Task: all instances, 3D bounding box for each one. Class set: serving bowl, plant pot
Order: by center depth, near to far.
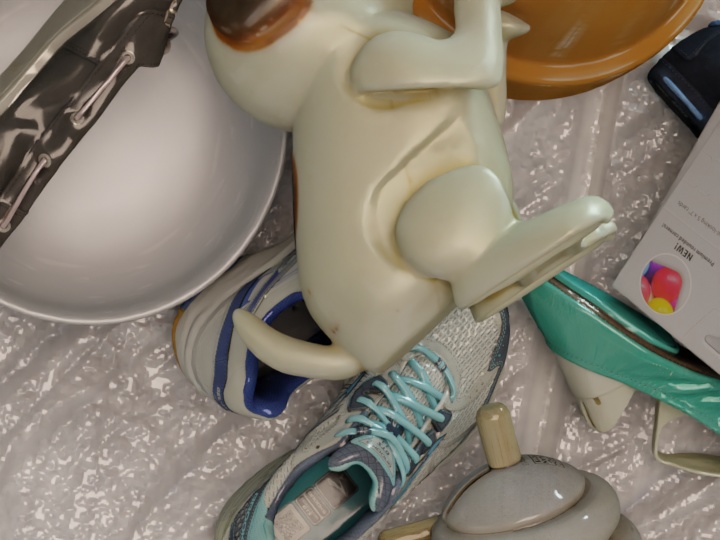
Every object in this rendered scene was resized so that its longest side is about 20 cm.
[{"bbox_3d":[0.103,-0.195,1.113,0.198,0.183,0.202,0,88,-9],"label":"plant pot"},{"bbox_3d":[-0.138,-0.073,1.128,0.198,0.066,0.202,0,88,-10],"label":"serving bowl"}]

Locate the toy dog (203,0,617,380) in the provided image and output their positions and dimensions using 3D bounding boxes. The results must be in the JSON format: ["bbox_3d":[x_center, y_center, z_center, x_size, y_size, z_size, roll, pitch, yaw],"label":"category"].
[{"bbox_3d":[0.005,-0.066,1.054,0.193,0.139,0.201,-32,82,13],"label":"toy dog"}]

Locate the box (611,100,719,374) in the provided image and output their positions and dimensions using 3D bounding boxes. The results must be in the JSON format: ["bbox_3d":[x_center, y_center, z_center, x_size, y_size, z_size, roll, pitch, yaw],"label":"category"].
[{"bbox_3d":[0.231,-0.032,1.095,0.156,0.041,0.201,41,112,33],"label":"box"}]

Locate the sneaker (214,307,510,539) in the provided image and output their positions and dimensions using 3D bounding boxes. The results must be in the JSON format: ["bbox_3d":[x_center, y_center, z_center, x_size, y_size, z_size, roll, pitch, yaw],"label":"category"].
[{"bbox_3d":[0.012,0.089,1.135,0.078,0.086,0.200,41,82,-6],"label":"sneaker"}]

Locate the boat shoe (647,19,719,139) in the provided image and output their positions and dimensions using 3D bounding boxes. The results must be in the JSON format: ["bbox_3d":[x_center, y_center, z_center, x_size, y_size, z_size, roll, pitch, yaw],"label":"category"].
[{"bbox_3d":[0.215,-0.031,1.189,0.068,0.084,0.201,-26,76,-2],"label":"boat shoe"}]

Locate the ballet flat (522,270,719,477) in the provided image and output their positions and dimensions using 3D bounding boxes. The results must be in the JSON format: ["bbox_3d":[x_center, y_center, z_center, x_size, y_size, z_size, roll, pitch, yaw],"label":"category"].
[{"bbox_3d":[0.156,0.062,1.174,0.199,0.067,0.071,26,98,-5],"label":"ballet flat"}]

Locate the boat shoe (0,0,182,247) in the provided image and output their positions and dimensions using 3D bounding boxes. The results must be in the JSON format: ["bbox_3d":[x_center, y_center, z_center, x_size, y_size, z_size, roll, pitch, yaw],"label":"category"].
[{"bbox_3d":[-0.132,-0.090,1.069,0.200,0.067,0.057,-45,111,-4],"label":"boat shoe"}]

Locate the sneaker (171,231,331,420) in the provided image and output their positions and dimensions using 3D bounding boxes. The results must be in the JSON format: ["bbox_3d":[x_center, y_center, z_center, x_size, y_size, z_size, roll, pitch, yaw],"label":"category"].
[{"bbox_3d":[0.000,0.000,1.128,0.200,0.088,0.075,-45,124,-4],"label":"sneaker"}]

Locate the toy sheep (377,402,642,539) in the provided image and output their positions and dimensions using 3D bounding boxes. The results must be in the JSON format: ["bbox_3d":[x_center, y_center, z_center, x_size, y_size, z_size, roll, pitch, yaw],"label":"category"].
[{"bbox_3d":[0.084,0.163,1.124,0.137,0.138,0.201,-17,108,-10],"label":"toy sheep"}]
